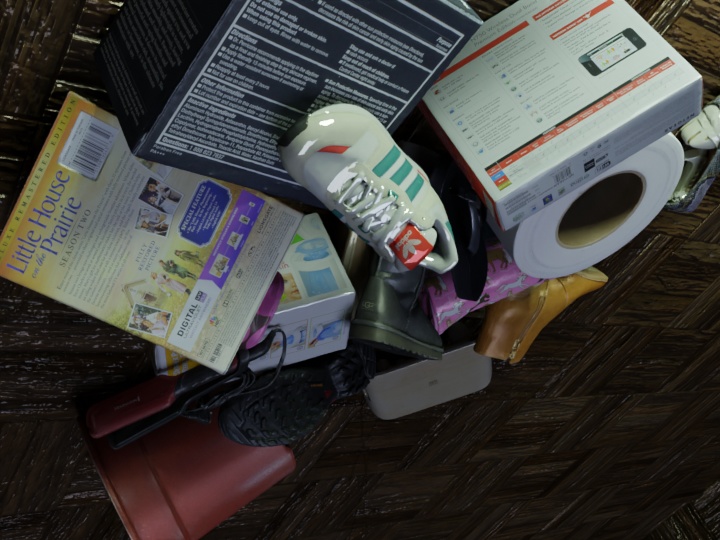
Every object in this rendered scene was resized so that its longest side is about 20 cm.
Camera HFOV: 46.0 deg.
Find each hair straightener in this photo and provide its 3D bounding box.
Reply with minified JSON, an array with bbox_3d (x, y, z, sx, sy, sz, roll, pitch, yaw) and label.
[{"bbox_3d":[-0.155,0.113,0.806,0.198,0.041,0.077,-29,146,-1],"label":"hair straightener"}]

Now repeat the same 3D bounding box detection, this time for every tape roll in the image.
[{"bbox_3d":[0.214,-0.109,0.891,0.201,0.140,0.204,-20,145,-15],"label":"tape roll"}]

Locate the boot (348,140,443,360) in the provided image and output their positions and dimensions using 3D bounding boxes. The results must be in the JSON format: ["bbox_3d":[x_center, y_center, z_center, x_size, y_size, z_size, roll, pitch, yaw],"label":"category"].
[{"bbox_3d":[0.058,-0.014,0.886,0.072,0.203,0.182,6,169,23],"label":"boot"}]

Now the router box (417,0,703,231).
[{"bbox_3d":[0.165,-0.159,0.754,0.199,0.181,0.049,-30,146,3],"label":"router box"}]

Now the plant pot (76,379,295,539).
[{"bbox_3d":[-0.191,0.211,0.974,0.194,0.201,0.202,-27,147,-18],"label":"plant pot"}]

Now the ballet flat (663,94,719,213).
[{"bbox_3d":[0.424,-0.149,1.060,0.071,0.072,0.202,-12,141,-24],"label":"ballet flat"}]

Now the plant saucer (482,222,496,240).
[{"bbox_3d":[0.085,-0.001,1.035,0.198,0.028,0.201,-19,144,-15],"label":"plant saucer"}]

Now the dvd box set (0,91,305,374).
[{"bbox_3d":[-0.162,-0.025,0.655,0.198,0.029,0.148,26,94,-18],"label":"dvd box set"}]

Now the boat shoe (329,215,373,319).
[{"bbox_3d":[0.000,0.000,0.922,0.064,0.072,0.201,-3,143,-8],"label":"boat shoe"}]

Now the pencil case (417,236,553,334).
[{"bbox_3d":[0.156,0.002,0.997,0.198,0.084,0.086,-24,-170,-9],"label":"pencil case"}]

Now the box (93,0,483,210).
[{"bbox_3d":[-0.053,-0.172,0.627,0.199,0.124,0.199,12,130,-47],"label":"box"}]

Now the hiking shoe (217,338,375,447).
[{"bbox_3d":[-0.077,0.130,0.916,0.199,0.077,0.100,-22,-170,-37],"label":"hiking shoe"}]

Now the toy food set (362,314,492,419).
[{"bbox_3d":[0.093,0.134,1.198,0.198,0.061,0.144,-18,145,-2],"label":"toy food set"}]

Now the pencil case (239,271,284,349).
[{"bbox_3d":[-0.168,-0.003,0.726,0.198,0.094,0.092,26,82,-17],"label":"pencil case"}]

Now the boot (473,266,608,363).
[{"bbox_3d":[0.238,0.054,1.138,0.199,0.071,0.146,3,114,-37],"label":"boot"}]

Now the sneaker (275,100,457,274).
[{"bbox_3d":[0.018,-0.053,0.645,0.070,0.094,0.199,-40,148,14],"label":"sneaker"}]

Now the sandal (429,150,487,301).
[{"bbox_3d":[0.110,-0.046,0.856,0.042,0.077,0.201,8,148,26],"label":"sandal"}]

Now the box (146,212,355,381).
[{"bbox_3d":[-0.119,0.034,0.852,0.198,0.113,0.102,-15,145,-19],"label":"box"}]
